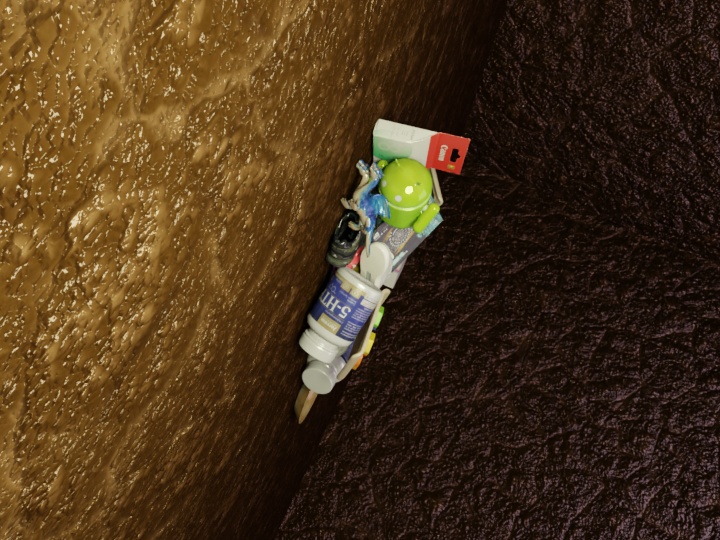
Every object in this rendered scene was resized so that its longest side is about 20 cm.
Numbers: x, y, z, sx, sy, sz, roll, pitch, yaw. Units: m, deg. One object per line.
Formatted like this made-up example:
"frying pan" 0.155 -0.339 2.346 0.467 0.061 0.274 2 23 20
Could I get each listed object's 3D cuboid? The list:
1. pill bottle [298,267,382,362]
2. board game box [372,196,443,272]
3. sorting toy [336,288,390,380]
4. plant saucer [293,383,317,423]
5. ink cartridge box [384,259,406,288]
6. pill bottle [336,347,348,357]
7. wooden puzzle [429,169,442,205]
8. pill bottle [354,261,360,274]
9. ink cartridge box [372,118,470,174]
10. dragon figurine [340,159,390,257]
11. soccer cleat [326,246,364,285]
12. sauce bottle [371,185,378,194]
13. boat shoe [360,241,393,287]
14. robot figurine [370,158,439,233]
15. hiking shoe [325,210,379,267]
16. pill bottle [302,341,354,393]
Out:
"pill bottle" -0.051 0.103 1.308 0.201 0.119 0.120 -57 173 6
"board game box" 0.109 -0.108 1.413 0.200 0.028 0.136 -45 130 -14
"sorting toy" 0.012 0.161 1.401 0.201 0.036 0.185 -64 -178 -31
"plant saucer" -0.159 0.371 1.771 0.200 0.035 0.202 23 90 -83
"ink cartridge box" 0.085 -0.054 1.843 0.129 0.124 0.201 -57 167 -50
"pill bottle" -0.052 0.140 1.543 0.200 0.108 0.109 -52 164 -62
"wooden puzzle" 0.146 -0.230 1.568 0.200 0.037 0.187 -39 -122 57
"pill bottle" 0.000 0.000 1.480 0.109 0.109 0.201 -8 121 -81
"ink cartridge box" 0.126 -0.251 1.253 0.161 0.198 0.050 85 22 -73
"dragon figurine" 0.023 -0.127 1.194 0.099 0.059 0.201 -32 115 -25
"soccer cleat" -0.043 -0.009 1.389 0.077 0.066 0.202 -129 -129 -63
"sauce bottle" 0.041 -0.182 1.382 0.065 0.064 0.201 -28 142 -78
"boat shoe" 0.046 -0.014 1.352 0.068 0.072 0.201 -43 157 -26
"robot figurine" 0.095 -0.168 1.263 0.116 0.175 0.200 -42 166 -15
"hiking shoe" -0.005 -0.099 1.274 0.201 0.075 0.101 -60 173 -36
"pill bottle" -0.082 0.242 1.606 0.200 0.119 0.120 -57 168 -51
